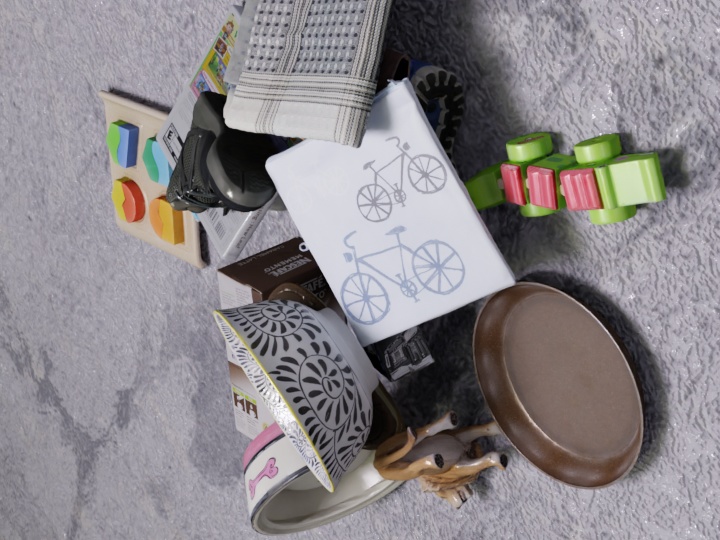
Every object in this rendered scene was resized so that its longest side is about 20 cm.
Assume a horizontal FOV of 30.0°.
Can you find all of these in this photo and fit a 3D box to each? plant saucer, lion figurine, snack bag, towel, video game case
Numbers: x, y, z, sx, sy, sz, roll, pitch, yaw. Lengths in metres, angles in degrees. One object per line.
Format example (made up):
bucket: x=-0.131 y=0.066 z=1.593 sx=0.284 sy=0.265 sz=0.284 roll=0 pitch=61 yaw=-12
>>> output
plant saucer: x=0.183 y=0.100 z=1.214 sx=0.200 sy=0.032 sz=0.202 roll=30 pitch=132 yaw=40
lion figurine: x=0.066 y=0.181 z=1.307 sx=0.122 sy=0.199 sz=0.073 roll=-21 pitch=63 yaw=34
snack bag: x=0.020 y=-0.045 z=1.170 sx=0.188 sy=0.021 sz=0.201 roll=-25 pitch=97 yaw=40
towel: x=-0.047 y=-0.210 z=1.165 sx=0.199 sy=0.034 sz=0.195 roll=15 pitch=93 yaw=49
video game case: x=-0.130 y=-0.143 z=1.386 sx=0.183 sy=0.022 sz=0.201 roll=-55 pitch=48 yaw=27

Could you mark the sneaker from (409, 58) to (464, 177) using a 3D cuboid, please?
sneaker: x=0.046 y=-0.105 z=1.247 sx=0.089 sy=0.078 sz=0.202 roll=44 pitch=138 yaw=47

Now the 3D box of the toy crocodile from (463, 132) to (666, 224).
toy crocodile: x=0.166 y=-0.073 z=1.106 sx=0.199 sy=0.061 sz=0.068 roll=7 pitch=116 yaw=50

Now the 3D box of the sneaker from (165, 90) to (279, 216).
sneaker: x=-0.132 y=-0.084 z=1.292 sx=0.115 sy=0.076 sz=0.200 roll=-69 pitch=28 yaw=23

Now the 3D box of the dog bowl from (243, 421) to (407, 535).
dog bowl: x=-0.036 y=0.202 z=1.431 sx=0.074 sy=0.199 sz=0.201 roll=64 pitch=147 yaw=25

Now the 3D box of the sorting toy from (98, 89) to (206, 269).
sorting toy: x=-0.263 y=-0.111 z=1.661 sx=0.184 sy=0.036 sz=0.202 roll=23 pitch=127 yaw=44

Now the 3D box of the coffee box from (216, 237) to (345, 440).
coffee box: x=-0.081 y=0.081 z=1.473 sx=0.079 sy=0.114 sz=0.202 roll=24 pitch=128 yaw=43

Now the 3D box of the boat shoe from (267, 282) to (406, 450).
boat shoe: x=-0.024 y=0.099 z=1.363 sx=0.072 sy=0.076 sz=0.201 roll=-40 pitch=69 yaw=17

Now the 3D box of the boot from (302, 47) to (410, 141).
boot: x=-0.005 y=-0.206 z=1.209 sx=0.166 sy=0.072 sz=0.202 roll=23 pitch=108 yaw=48

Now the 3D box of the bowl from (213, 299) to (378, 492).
bowl: x=-0.045 y=0.096 z=1.250 sx=0.201 sy=0.094 sz=0.201 roll=53 pitch=168 yaw=16

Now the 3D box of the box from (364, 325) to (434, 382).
box: x=0.000 y=0.000 z=1.313 sx=0.158 sy=0.049 sz=0.202 roll=-159 pitch=45 yaw=-81

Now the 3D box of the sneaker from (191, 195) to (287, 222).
sneaker: x=-0.140 y=-0.083 z=1.463 sx=0.199 sy=0.087 sz=0.075 roll=10 pitch=141 yaw=52
